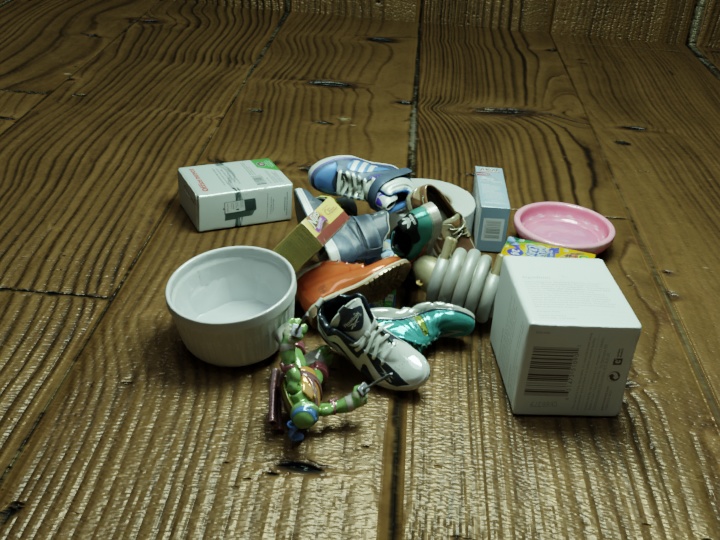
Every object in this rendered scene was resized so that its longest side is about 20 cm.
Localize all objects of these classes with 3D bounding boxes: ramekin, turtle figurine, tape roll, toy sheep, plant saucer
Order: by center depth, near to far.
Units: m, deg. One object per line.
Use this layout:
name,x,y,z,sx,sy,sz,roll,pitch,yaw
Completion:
turtle figurine,-0.050,0.128,1.253,0.144,0.200,0.194,13,18,-15
ramekin,-0.196,0.060,1.385,0.200,0.105,0.200,-2,36,2
toy sheep,0.182,0.023,1.500,0.200,0.138,0.138,19,32,14
plant saucer,0.405,-0.074,1.781,0.200,0.051,0.201,3,30,-2
tape roll,0.130,-0.114,1.794,0.202,0.071,0.203,3,29,-2

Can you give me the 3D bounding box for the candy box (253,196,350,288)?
candy box,-0.115,-0.026,1.487,0.056,0.200,0.117,47,35,-4

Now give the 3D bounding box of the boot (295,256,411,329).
boot,-0.016,0.009,1.493,0.200,0.075,0.107,-24,55,-16

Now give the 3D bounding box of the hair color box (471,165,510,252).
hair color box,0.261,-0.127,1.804,0.061,0.099,0.200,4,30,1

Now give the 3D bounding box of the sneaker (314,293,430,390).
sneaker,0.009,0.098,1.314,0.199,0.130,0.080,37,78,28

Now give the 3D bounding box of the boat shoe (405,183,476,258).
boat shoe,0.161,-0.074,1.642,0.076,0.072,0.200,-38,87,-31

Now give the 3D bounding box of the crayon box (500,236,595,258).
crayon box,0.354,0.003,1.636,0.200,0.052,0.126,13,31,15

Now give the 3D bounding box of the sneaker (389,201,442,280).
sneaker,0.084,-0.042,1.551,0.080,0.200,0.071,-20,60,-18

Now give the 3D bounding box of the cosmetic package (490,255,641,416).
cosmetic package,0.302,0.096,1.351,0.165,0.165,0.200,2,31,-4

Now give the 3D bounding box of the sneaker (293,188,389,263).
sneaker,-0.030,-0.090,1.621,0.146,0.077,0.202,-19,52,-18

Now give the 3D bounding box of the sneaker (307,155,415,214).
sneaker,0.009,-0.159,1.704,0.200,0.081,0.147,2,26,-16

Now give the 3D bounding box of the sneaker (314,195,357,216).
sneaker,-0.058,-0.112,1.751,0.074,0.085,0.200,16,31,18

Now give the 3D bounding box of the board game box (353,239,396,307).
board game box,0.000,0.000,1.611,0.135,0.035,0.200,5,30,1

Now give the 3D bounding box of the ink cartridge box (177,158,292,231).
ink cartridge box,-0.256,-0.156,1.802,0.200,0.083,0.147,-9,32,-23

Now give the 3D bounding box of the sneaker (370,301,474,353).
sneaker,0.089,0.104,1.424,0.200,0.078,0.080,-7,48,-8
